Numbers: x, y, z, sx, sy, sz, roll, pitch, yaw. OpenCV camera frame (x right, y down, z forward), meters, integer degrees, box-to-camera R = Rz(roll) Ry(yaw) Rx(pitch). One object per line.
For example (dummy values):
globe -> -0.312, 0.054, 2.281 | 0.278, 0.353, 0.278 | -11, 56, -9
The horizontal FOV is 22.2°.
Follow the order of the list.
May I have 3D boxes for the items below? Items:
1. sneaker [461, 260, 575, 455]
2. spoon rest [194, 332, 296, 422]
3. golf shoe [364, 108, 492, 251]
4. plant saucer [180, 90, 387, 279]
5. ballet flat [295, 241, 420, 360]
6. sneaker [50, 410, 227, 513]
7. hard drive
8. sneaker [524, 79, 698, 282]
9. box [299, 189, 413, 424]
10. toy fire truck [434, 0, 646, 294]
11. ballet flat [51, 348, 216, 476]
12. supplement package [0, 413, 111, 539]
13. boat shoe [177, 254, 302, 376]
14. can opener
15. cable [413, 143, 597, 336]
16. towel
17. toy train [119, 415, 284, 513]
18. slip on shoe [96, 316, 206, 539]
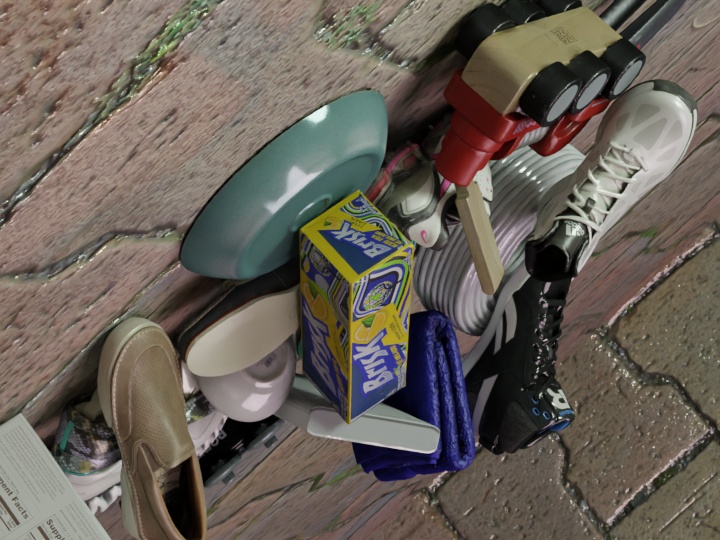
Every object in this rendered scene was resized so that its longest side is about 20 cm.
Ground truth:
sneaker -> 0.164, 0.077, 1.641 | 0.073, 0.112, 0.201 | -5, 132, -53
spoon rest -> -0.070, 0.045, 1.562 | 0.200, 0.100, 0.060 | -48, -165, -31
golf shoe -> 0.075, -0.076, 1.533 | 0.200, 0.092, 0.073 | -40, 171, -50
plant saucer -> -0.048, -0.054, 1.391 | 0.199, 0.036, 0.200 | -38, 167, -10
ballet flat -> 0.000, 0.000, 1.661 | 0.201, 0.068, 0.067 | -54, -178, 27
sneaker -> -0.188, 0.139, 1.569 | 0.199, 0.075, 0.081 | -34, 157, -29
hard drive -> -0.035, 0.120, 1.636 | 0.131, 0.200, 0.027 | 12, 93, -30
sneaker -> 0.201, -0.058, 1.495 | 0.201, 0.075, 0.116 | -53, -174, 40
box -> -0.005, 0.034, 1.464 | 0.064, 0.070, 0.201 | -32, 150, -22
toy fire truck -> 0.126, -0.103, 1.464 | 0.176, 0.129, 0.201 | -25, 153, -53
ballet flat -> -0.170, 0.101, 1.506 | 0.200, 0.072, 0.072 | -29, 163, -47
supplement package -> -0.269, 0.232, 1.436 | 0.110, 0.156, 0.200 | -32, 165, -23
boat shoe -> -0.073, 0.015, 1.490 | 0.199, 0.062, 0.072 | -34, 148, -25
can opener -> 0.223, -0.207, 1.605 | 0.199, 0.064, 0.079 | -36, 166, -19
cable -> 0.138, -0.028, 1.664 | 0.200, 0.069, 0.200 | -44, 151, -10
towel -> 0.037, 0.119, 1.698 | 0.049, 0.149, 0.200 | -9, 175, -23
toy train -> -0.150, 0.171, 1.775 | 0.200, 0.085, 0.114 | -42, 180, -4
slip on shoe -> -0.157, 0.132, 1.434 | 0.076, 0.060, 0.202 | -27, 126, -43
